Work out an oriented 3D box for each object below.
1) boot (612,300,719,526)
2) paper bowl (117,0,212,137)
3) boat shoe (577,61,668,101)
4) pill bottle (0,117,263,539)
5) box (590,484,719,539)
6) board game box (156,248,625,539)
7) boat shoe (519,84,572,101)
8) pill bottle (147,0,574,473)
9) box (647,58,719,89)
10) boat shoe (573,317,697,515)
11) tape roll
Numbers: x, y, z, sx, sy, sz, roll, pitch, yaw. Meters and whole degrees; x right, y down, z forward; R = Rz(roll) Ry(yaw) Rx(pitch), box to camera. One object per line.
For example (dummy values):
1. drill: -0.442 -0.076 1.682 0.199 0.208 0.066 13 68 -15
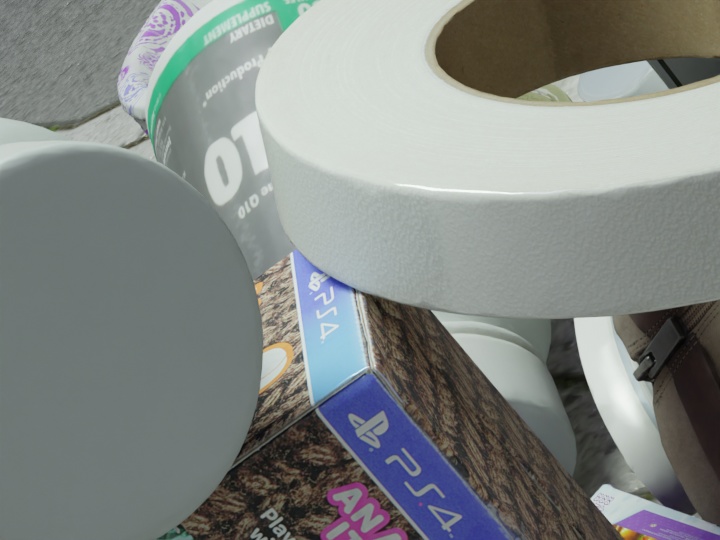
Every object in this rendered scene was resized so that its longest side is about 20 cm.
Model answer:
1. boot: 0.149 0.037 0.847 0.146 0.070 0.200 -52 51 43
2. paper bowl: -0.007 -0.108 1.369 0.200 0.104 0.201 -34 23 17
3. boat shoe: 0.123 -0.078 1.120 0.071 0.070 0.200 -53 7 5
4. pill bottle: -0.113 0.019 0.748 0.113 0.113 0.200 -50 24 -22
5. box: 0.049 0.156 0.857 0.200 0.039 0.137 -46 22 -13
6. board game box: -0.031 0.115 0.797 0.200 0.160 0.097 -35 23 11
7. boat shoe: 0.012 0.003 1.161 0.200 0.068 0.075 -36 44 11
8. pill bottle: 0.000 0.000 1.037 0.113 0.113 0.200 -34 50 16
9. box: 0.148 -0.146 0.945 0.116 0.060 0.200 -26 25 31
10. boat shoe: 0.123 0.007 0.992 0.068 0.072 0.200 -33 13 25
11. tape roll: 0.073 -0.050 0.784 0.202 0.037 0.203 -10 25 5
